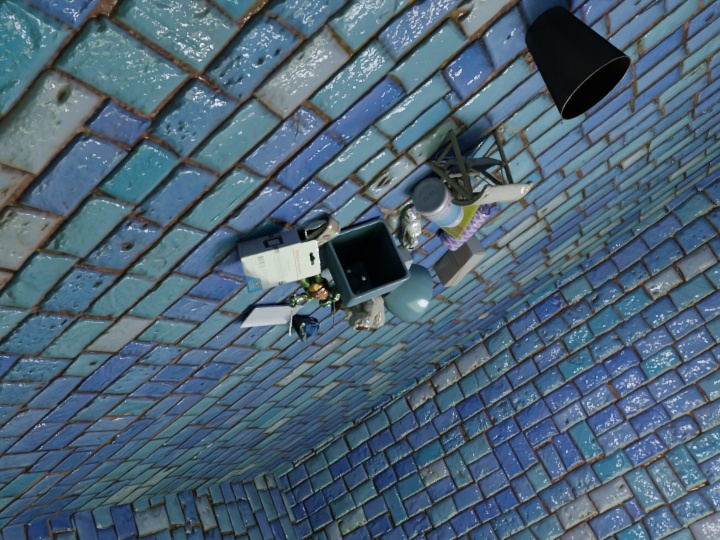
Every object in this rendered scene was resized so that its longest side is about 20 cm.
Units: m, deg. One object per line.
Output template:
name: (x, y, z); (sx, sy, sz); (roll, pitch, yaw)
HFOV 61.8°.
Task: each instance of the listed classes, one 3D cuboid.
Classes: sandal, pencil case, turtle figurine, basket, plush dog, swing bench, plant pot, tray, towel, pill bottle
sandal: (0.294, -0.236, 1.723); (0.053, 0.082, 0.200); (-26, -176, 21)
pencil case: (0.348, -0.153, 2.003); (0.200, 0.084, 0.086); (-47, -174, 39)
turtle figurine: (-0.136, 0.063, 1.715); (0.201, 0.141, 0.197); (-51, 131, -35)
basket: (0.468, -0.475, 1.346); (0.180, 0.203, 0.135); (-42, 153, 27)
plush dog: (-0.012, 0.107, 2.026); (0.168, 0.165, 0.199); (10, -174, 24)
swing bench: (0.320, -0.256, 1.610); (0.195, 0.203, 0.130); (-8, 150, -38)
plant pot: (0.000, 0.000, 1.783); (0.192, 0.200, 0.201); (-19, 164, -22)
plant pot: (0.136, 0.063, 2.079); (0.132, 0.204, 0.200); (18, 132, -33)
tray: (-0.288, 0.139, 1.927); (0.197, 0.022, 0.107); (0, 142, -48)
towel: (0.314, -0.183, 1.907); (0.018, 0.085, 0.201); (-49, 170, -35)
pill bottle: (0.234, -0.191, 1.759); (0.108, 0.110, 0.199); (-36, 155, 17)

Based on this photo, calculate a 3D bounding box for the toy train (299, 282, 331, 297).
toy train: (-0.130, 0.058, 1.904); (0.042, 0.057, 0.199); (-48, 153, 9)

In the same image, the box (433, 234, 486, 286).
box: (0.368, -0.037, 2.240); (0.076, 0.096, 0.201); (-7, 147, -39)

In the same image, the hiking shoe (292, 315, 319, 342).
hiking shoe: (-0.189, 0.183, 2.083); (0.086, 0.075, 0.200); (-33, 167, -10)

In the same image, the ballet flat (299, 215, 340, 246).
ballet flat: (-0.146, -0.083, 1.615); (0.198, 0.069, 0.067); (-37, 137, 3)

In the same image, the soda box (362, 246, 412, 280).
soda box: (0.072, -0.012, 1.986); (0.196, 0.065, 0.069); (-20, 157, -19)

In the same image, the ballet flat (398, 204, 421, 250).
ballet flat: (0.161, -0.124, 1.860); (0.071, 0.073, 0.202); (-23, 155, -13)

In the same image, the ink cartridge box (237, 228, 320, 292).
ink cartridge box: (-0.207, -0.029, 1.545); (0.195, 0.067, 0.118); (-14, 129, -11)
